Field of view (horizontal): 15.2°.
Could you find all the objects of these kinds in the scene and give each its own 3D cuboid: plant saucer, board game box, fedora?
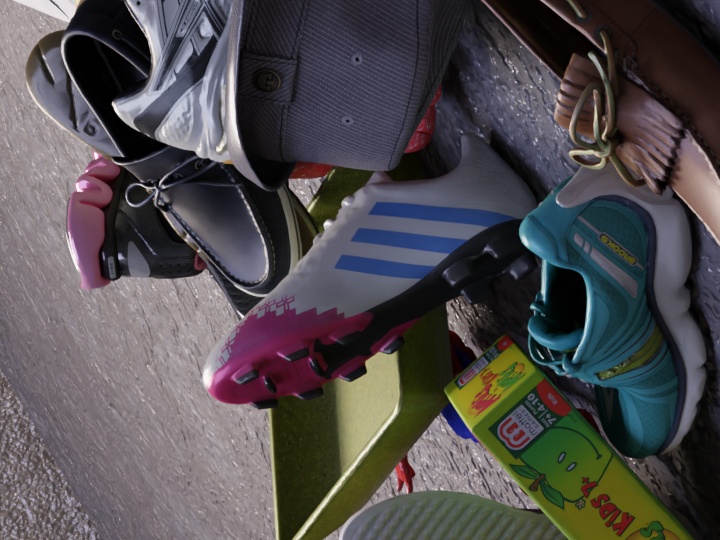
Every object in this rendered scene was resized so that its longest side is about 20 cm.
[{"bbox_3d":[0.001,0.041,1.559,0.200,0.048,0.200,125,147,-52],"label":"plant saucer"},{"bbox_3d":[0.132,0.128,1.401,0.200,0.048,0.102,48,-179,-11],"label":"board game box"},{"bbox_3d":[0.000,-0.126,1.300,0.090,0.177,0.200,14,116,11],"label":"fedora"}]

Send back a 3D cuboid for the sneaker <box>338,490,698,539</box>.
[{"bbox_3d":[0.076,0.161,1.504,0.114,0.200,0.073,163,111,-75],"label":"sneaker"}]

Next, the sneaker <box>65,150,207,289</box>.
[{"bbox_3d":[-0.111,-0.068,1.608,0.079,0.095,0.200,78,-162,-50],"label":"sneaker"}]

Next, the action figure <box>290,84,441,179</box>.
[{"bbox_3d":[-0.022,-0.089,1.470,0.200,0.099,0.065,169,106,-66],"label":"action figure"}]

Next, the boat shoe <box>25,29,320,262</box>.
[{"bbox_3d":[-0.096,-0.072,1.529,0.201,0.066,0.072,39,121,2],"label":"boat shoe"}]

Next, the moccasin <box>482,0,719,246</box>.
[{"bbox_3d":[0.107,-0.081,1.144,0.201,0.078,0.074,55,164,12],"label":"moccasin"}]

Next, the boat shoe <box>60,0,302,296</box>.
[{"bbox_3d":[-0.099,-0.065,1.449,0.075,0.062,0.200,-14,115,37],"label":"boat shoe"}]

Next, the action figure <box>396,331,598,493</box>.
[{"bbox_3d":[0.070,0.099,1.592,0.200,0.065,0.099,33,142,56],"label":"action figure"}]

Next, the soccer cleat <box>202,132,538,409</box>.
[{"bbox_3d":[0.000,0.000,1.429,0.086,0.200,0.070,65,-174,27],"label":"soccer cleat"}]

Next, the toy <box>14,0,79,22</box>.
[{"bbox_3d":[-0.161,-0.202,1.583,0.200,0.047,0.115,20,130,49],"label":"toy"}]

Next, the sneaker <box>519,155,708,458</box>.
[{"bbox_3d":[0.115,0.023,1.314,0.078,0.080,0.200,44,160,40],"label":"sneaker"}]

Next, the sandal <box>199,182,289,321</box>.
[{"bbox_3d":[-0.065,-0.015,1.603,0.043,0.076,0.200,61,-176,-39],"label":"sandal"}]

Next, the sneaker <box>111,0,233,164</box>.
[{"bbox_3d":[-0.078,-0.154,1.351,0.076,0.088,0.200,-51,-27,-73],"label":"sneaker"}]
